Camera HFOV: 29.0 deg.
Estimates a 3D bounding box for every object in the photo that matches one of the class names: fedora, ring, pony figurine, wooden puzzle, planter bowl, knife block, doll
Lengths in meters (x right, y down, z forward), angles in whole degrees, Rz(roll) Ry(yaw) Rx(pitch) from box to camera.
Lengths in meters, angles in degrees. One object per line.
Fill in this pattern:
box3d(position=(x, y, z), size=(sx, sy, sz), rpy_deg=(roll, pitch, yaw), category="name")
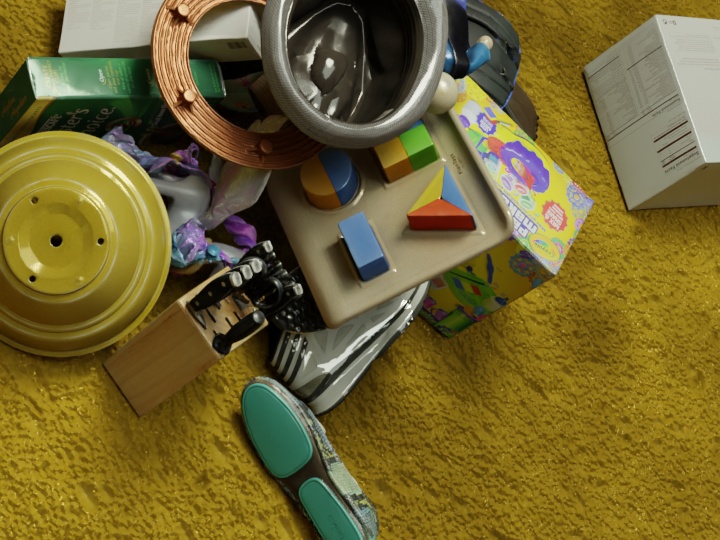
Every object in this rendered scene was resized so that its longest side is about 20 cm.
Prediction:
box3d(position=(-0.017, -0.201, 1.267), size=(0.175, 0.090, 0.203), rpy_deg=(18, 75, -21), category="fedora")
box3d(position=(-0.097, -0.190, 1.284), size=(0.198, 0.019, 0.203), rpy_deg=(10, 70, -27), category="ring")
box3d(position=(-0.163, -0.063, 1.335), size=(0.198, 0.166, 0.196), rpy_deg=(15, 81, -22), category="pony figurine")
box3d(position=(0.020, -0.067, 1.303), size=(0.187, 0.198, 0.046), rpy_deg=(64, 5, 30), category="wooden puzzle")
box3d(position=(-0.263, -0.024, 1.215), size=(0.197, 0.083, 0.203), rpy_deg=(0, 89, -8), category="planter bowl")
box3d(position=(-0.142, 0.053, 1.218), size=(0.199, 0.176, 0.064), rpy_deg=(-36, 90, 1), category="knife block")
box3d(position=(0.064, -0.237, 1.345), size=(0.135, 0.049, 0.202), rpy_deg=(2, 62, -14), category="doll")

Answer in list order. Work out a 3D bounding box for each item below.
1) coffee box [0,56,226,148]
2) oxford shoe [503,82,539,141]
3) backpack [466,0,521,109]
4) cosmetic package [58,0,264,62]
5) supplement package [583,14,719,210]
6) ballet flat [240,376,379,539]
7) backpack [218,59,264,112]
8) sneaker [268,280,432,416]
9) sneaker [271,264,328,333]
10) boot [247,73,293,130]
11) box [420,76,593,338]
box3d(position=(-0.243, -0.158, 1.327), size=(0.198, 0.123, 0.045), rpy_deg=(-5, 75, -37), category="coffee box")
box3d(position=(0.188, -0.162, 1.657), size=(0.084, 0.072, 0.202), rpy_deg=(-9, 74, -39), category="oxford shoe")
box3d(position=(0.068, -0.237, 1.541), size=(0.198, 0.168, 0.164), rpy_deg=(25, 61, -13), category="backpack")
box3d(position=(-0.191, -0.245, 1.361), size=(0.051, 0.197, 0.084), rpy_deg=(47, 45, -66), category="cosmetic package")
box3d(position=(0.423, -0.200, 1.787), size=(0.189, 0.147, 0.202), rpy_deg=(-4, 71, -36), category="supplement package")
box3d(position=(-0.047, 0.187, 1.347), size=(0.074, 0.074, 0.202), rpy_deg=(-29, 88, -39), category="ballet flat")
box3d(position=(-0.120, -0.269, 1.441), size=(0.127, 0.165, 0.203), rpy_deg=(52, 28, -68), category="backpack")
box3d(position=(-0.017, 0.038, 1.407), size=(0.115, 0.076, 0.201), rpy_deg=(45, 64, -8), category="sneaker")
box3d(position=(0.000, -0.001, 1.372), size=(0.199, 0.093, 0.071), rpy_deg=(-35, 86, -2), category="sneaker")
box3d(position=(-0.020, -0.168, 1.426), size=(0.155, 0.201, 0.077), rpy_deg=(-36, 48, -8), category="boot")
box3d(position=(0.100, -0.063, 1.472), size=(0.200, 0.192, 0.122), rpy_deg=(43, 51, -11), category="box")
